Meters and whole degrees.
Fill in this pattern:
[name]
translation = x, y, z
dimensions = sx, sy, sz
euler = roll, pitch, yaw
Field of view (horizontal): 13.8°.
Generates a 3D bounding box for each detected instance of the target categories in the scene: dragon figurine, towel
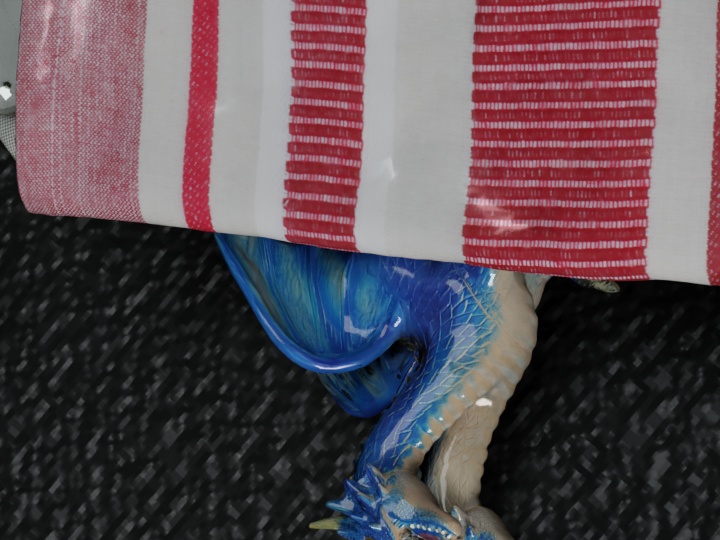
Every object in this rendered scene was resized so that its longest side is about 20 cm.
[dragon figurine]
translation = 0.000, 0.000, 0.794
dimensions = 0.099, 0.059, 0.200
euler = -41, 61, 5
[towel]
translation = 0.002, -0.075, 0.738
dimensions = 0.199, 0.023, 0.145
euler = 7, 104, 23

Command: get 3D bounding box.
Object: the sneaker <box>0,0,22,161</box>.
[sneaker]
translation = -0.062, -0.069, 0.827
dimensions = 0.199, 0.074, 0.089
euler = -6, 70, 46
